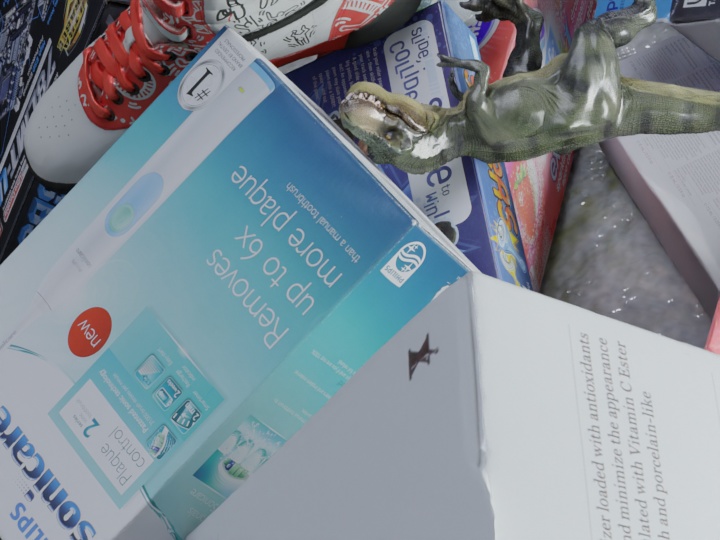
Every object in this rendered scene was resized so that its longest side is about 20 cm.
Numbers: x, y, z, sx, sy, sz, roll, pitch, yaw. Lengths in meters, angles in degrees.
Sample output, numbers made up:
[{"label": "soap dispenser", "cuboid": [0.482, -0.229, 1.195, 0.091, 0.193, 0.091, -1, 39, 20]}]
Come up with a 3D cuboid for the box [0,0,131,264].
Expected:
[{"label": "box", "cuboid": [-0.156, -0.101, 1.311, 0.049, 0.201, 0.199, 9, 33, -26]}]

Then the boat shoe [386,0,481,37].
[{"label": "boat shoe", "cuboid": [-0.019, -0.142, 1.220, 0.071, 0.070, 0.200, 2, 16, -42]}]

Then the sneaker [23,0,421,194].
[{"label": "sneaker", "cuboid": [-0.080, -0.104, 1.111, 0.201, 0.108, 0.068, -25, 65, 20]}]

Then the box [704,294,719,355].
[{"label": "box", "cuboid": [0.182, 0.054, 1.025, 0.102, 0.095, 0.201, 11, 62, 19]}]

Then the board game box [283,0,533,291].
[{"label": "board game box", "cuboid": [0.000, 0.000, 1.102, 0.135, 0.034, 0.201, -23, 55, 20]}]

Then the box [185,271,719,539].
[{"label": "box", "cuboid": [0.040, 0.145, 0.905, 0.200, 0.130, 0.200, -44, 37, 43]}]

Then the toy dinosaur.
[{"label": "toy dinosaur", "cuboid": [0.086, -0.082, 1.078, 0.199, 0.048, 0.089, -5, 62, -6]}]

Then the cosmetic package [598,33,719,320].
[{"label": "cosmetic package", "cuboid": [0.174, -0.031, 1.194, 0.082, 0.051, 0.200, -25, 41, -1]}]

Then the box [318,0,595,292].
[{"label": "box", "cuboid": [0.042, -0.078, 1.254, 0.102, 0.095, 0.201, -2, 44, 22]}]

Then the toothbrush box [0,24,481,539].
[{"label": "toothbrush box", "cuboid": [-0.065, 0.029, 1.050, 0.200, 0.085, 0.146, -46, 50, 5]}]

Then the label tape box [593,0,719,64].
[{"label": "label tape box", "cuboid": [0.217, -0.153, 1.199, 0.199, 0.066, 0.144, -4, 54, 32]}]
